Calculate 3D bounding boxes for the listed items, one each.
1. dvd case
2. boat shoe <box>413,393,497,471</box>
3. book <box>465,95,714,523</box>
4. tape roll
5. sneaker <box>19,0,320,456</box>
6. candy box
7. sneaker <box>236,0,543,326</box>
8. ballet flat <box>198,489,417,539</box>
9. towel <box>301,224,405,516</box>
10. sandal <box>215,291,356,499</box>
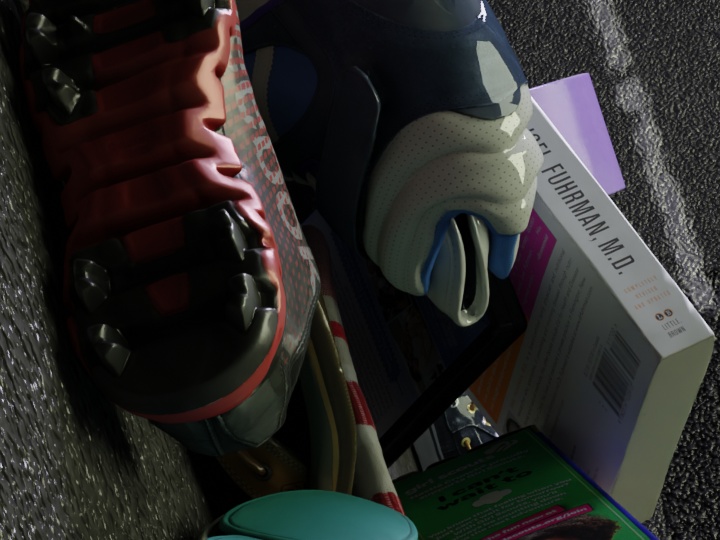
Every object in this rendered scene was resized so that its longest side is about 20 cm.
[{"bbox_3d":[0.000,0.000,1.003,0.143,0.017,0.200,68,-28,17],"label":"dvd case"},{"bbox_3d":[0.083,0.113,1.762,0.071,0.090,0.201,-78,150,-81],"label":"boat shoe"},{"bbox_3d":[0.059,-0.006,0.965,0.200,0.048,0.134,56,-25,28],"label":"book"},{"bbox_3d":[0.074,-0.064,1.665,0.200,0.199,0.085,-22,94,-85],"label":"tape roll"},{"bbox_3d":[-0.058,-0.029,0.763,0.098,0.070,0.201,64,11,-58],"label":"sneaker"},{"bbox_3d":[0.077,0.164,0.876,0.200,0.077,0.170,-144,-145,-76],"label":"candy box"},{"bbox_3d":[-0.008,-0.038,0.895,0.200,0.080,0.147,-30,-100,55],"label":"sneaker"},{"bbox_3d":[-0.025,0.109,0.753,0.200,0.069,0.070,-3,75,-81],"label":"ballet flat"},{"bbox_3d":[0.000,0.102,0.937,0.144,0.023,0.201,94,-17,-50],"label":"towel"},{"bbox_3d":[-0.034,0.057,0.874,0.082,0.054,0.201,-114,-162,-55],"label":"sandal"}]
